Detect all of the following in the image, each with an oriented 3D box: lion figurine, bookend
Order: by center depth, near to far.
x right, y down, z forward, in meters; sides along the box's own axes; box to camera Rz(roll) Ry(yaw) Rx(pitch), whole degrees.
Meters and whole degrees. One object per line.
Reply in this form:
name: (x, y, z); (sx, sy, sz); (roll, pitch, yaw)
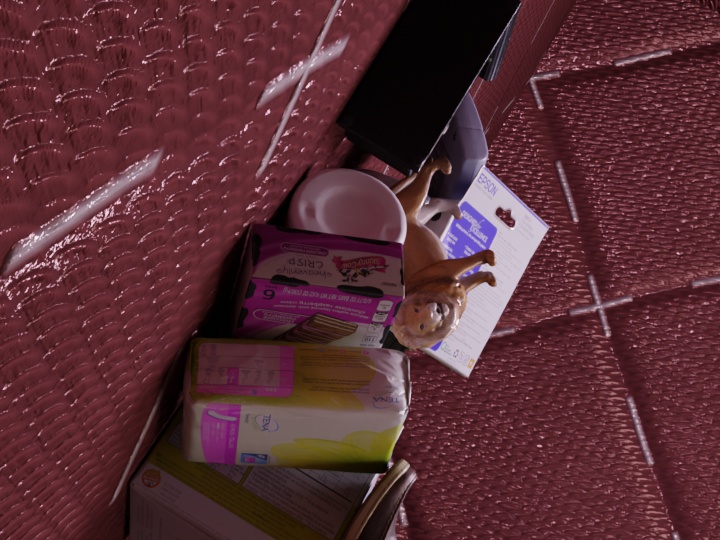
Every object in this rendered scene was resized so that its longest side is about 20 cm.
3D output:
lion figurine: (0.060, -0.020, 1.328); (0.121, 0.201, 0.073); (-20, 150, -9)
bookend: (0.065, -0.177, 1.352); (0.201, 0.092, 0.199); (-58, 175, -12)

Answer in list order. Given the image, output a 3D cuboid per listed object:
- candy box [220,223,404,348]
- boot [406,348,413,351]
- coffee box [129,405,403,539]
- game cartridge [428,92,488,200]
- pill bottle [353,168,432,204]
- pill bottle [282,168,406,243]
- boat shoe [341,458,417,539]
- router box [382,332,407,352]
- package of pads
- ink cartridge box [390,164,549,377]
candy box: (-0.049, 0.046, 1.198); (0.201, 0.135, 0.062); (112, -18, -54)
boot: (0.040, -0.003, 1.682); (0.205, 0.153, 0.074); (-61, -177, 29)
coffee box: (-0.099, 0.218, 1.347); (0.199, 0.199, 0.200); (-58, 174, -29)
game cartridge: (0.094, -0.143, 1.515); (0.201, 0.040, 0.134); (-107, -157, -48)
pill bottle: (0.000, 0.000, 1.458); (0.112, 0.111, 0.202); (82, 30, -81)
pill bottle: (-0.033, 0.005, 1.295); (0.115, 0.114, 0.201); (-56, 173, -37)
boat shoe: (0.011, 0.274, 1.237); (0.201, 0.072, 0.072); (-62, 172, 0)
router box: (0.017, 0.071, 1.598); (0.200, 0.051, 0.150); (-52, -166, 26)
package of pads: (-0.060, 0.122, 1.193); (0.155, 0.198, 0.069); (105, -13, -59)
ink cartridge box: (0.113, 0.000, 1.466); (0.201, 0.043, 0.198); (-60, 145, -3)
